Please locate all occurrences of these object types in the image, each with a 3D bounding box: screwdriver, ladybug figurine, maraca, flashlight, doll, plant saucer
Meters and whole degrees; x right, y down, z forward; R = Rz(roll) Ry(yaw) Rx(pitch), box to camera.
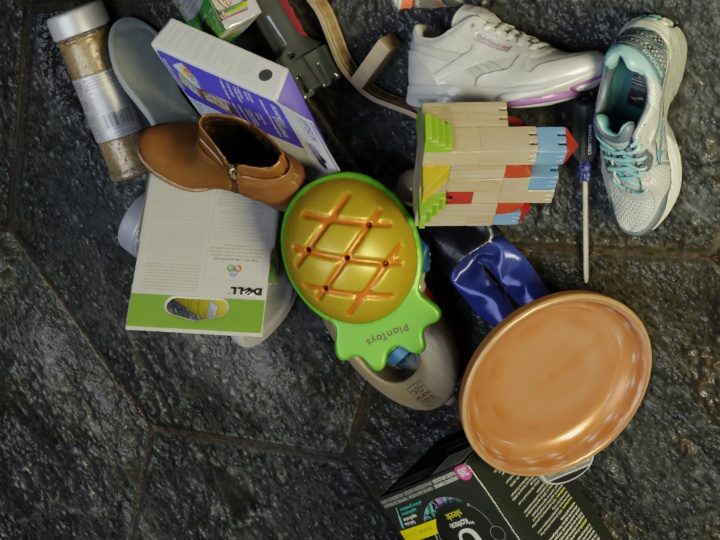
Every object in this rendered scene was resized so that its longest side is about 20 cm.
[{"bbox_3d":[0.207,-0.070,1.261,0.028,0.029,0.200,30,133,41],"label":"screwdriver"},{"bbox_3d":[0.039,0.059,1.439,0.200,0.072,0.136,52,133,2],"label":"ladybug figurine"},{"bbox_3d":[0.000,0.000,1.341,0.137,0.107,0.200,-23,96,11],"label":"maraca"},{"bbox_3d":[-0.086,-0.271,1.358,0.068,0.068,0.200,-31,100,1],"label":"flashlight"},{"bbox_3d":[0.103,-0.019,1.356,0.136,0.048,0.200,-41,84,23],"label":"doll"},{"bbox_3d":[0.183,0.104,1.296,0.037,0.200,0.201,-128,31,-57],"label":"plant saucer"}]

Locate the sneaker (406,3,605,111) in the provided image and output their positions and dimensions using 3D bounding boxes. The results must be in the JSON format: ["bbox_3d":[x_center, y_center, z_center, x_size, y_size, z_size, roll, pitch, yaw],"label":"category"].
[{"bbox_3d":[0.127,-0.195,1.226,0.200,0.075,0.100,0,97,29],"label":"sneaker"}]

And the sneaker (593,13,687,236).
[{"bbox_3d":[0.231,-0.117,1.180,0.077,0.086,0.200,13,122,33],"label":"sneaker"}]

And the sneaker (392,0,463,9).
[{"bbox_3d":[0.077,-0.328,1.210,0.082,0.077,0.200,9,124,3],"label":"sneaker"}]

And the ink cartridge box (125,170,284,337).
[{"bbox_3d":[-0.161,-0.007,1.433,0.147,0.200,0.076,3,151,3],"label":"ink cartridge box"}]

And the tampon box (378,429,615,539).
[{"bbox_3d":[0.149,0.273,1.436,0.150,0.126,0.200,-32,93,44],"label":"tampon box"}]

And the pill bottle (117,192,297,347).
[{"bbox_3d":[-0.176,-0.009,1.541,0.200,0.111,0.111,33,130,19],"label":"pill bottle"}]

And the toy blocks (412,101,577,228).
[{"bbox_3d":[0.120,-0.095,1.245,0.136,0.100,0.200,-1,157,-2],"label":"toy blocks"}]

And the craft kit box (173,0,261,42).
[{"bbox_3d":[-0.175,-0.319,1.339,0.198,0.048,0.200,64,170,-8],"label":"craft kit box"}]

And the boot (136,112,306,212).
[{"bbox_3d":[-0.150,-0.118,1.359,0.200,0.077,0.155,26,173,11],"label":"boot"}]

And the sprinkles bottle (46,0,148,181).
[{"bbox_3d":[-0.291,-0.204,1.550,0.068,0.068,0.200,-7,110,40],"label":"sprinkles bottle"}]

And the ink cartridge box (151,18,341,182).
[{"bbox_3d":[-0.093,-0.156,1.367,0.200,0.043,0.198,29,168,22],"label":"ink cartridge box"}]

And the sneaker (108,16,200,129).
[{"bbox_3d":[-0.230,-0.183,1.514,0.200,0.071,0.099,60,158,16],"label":"sneaker"}]

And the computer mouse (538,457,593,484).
[{"bbox_3d":[0.188,0.130,1.360,0.044,0.109,0.200,-128,22,-56],"label":"computer mouse"}]

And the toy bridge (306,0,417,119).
[{"bbox_3d":[0.016,-0.205,1.339,0.200,0.027,0.067,48,134,6],"label":"toy bridge"}]
